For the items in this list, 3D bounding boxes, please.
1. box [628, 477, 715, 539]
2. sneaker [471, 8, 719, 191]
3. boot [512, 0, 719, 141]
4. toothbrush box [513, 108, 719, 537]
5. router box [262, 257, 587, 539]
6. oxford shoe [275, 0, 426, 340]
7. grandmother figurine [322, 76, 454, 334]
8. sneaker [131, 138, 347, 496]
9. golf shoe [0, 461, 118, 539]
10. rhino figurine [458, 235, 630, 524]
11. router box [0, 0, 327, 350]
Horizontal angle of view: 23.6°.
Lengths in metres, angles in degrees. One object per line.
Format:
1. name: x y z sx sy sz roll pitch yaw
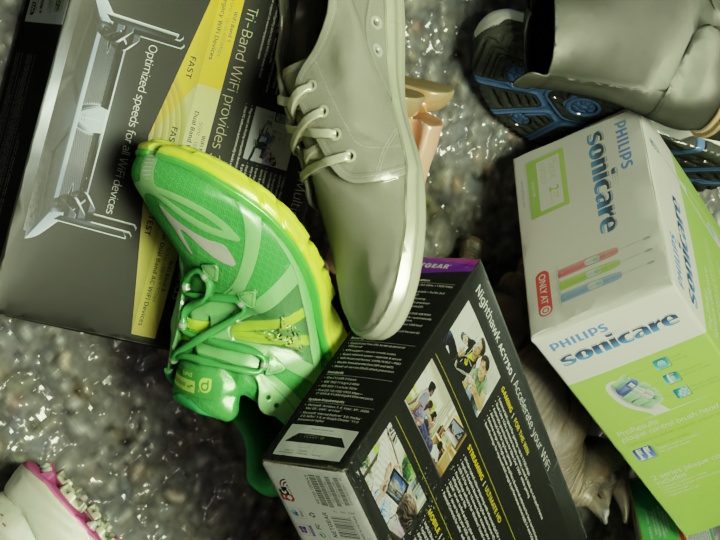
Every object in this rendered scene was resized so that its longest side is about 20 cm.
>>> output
1. box: 0.204 0.236 1.058 0.048 0.117 0.200 -8 122 4
2. sneaker: 0.143 -0.110 1.005 0.200 0.076 0.077 22 64 -34
3. boot: 0.155 -0.179 0.932 0.138 0.077 0.201 9 74 -20
4. toothbrush box: 0.172 0.031 0.975 0.200 0.086 0.146 50 27 -38
5. router box: 0.040 0.116 0.857 0.149 0.051 0.200 -54 133 -39
6. oxford shoe: -0.010 -0.065 0.819 0.058 0.075 0.201 3 75 -32
7. grandmother figurine: 0.000 0.000 0.913 0.121 0.060 0.200 -13 118 -54
8. sneaker: -0.057 0.028 0.822 0.084 0.074 0.200 -41 121 -27
9. golf shoe: -0.131 0.193 0.855 0.091 0.075 0.200 -37 92 -10
10. rhino figurine: 0.105 0.079 0.998 0.200 0.060 0.088 54 47 -26
11. router box: -0.098 -0.064 0.853 0.157 0.052 0.200 15 90 -35
